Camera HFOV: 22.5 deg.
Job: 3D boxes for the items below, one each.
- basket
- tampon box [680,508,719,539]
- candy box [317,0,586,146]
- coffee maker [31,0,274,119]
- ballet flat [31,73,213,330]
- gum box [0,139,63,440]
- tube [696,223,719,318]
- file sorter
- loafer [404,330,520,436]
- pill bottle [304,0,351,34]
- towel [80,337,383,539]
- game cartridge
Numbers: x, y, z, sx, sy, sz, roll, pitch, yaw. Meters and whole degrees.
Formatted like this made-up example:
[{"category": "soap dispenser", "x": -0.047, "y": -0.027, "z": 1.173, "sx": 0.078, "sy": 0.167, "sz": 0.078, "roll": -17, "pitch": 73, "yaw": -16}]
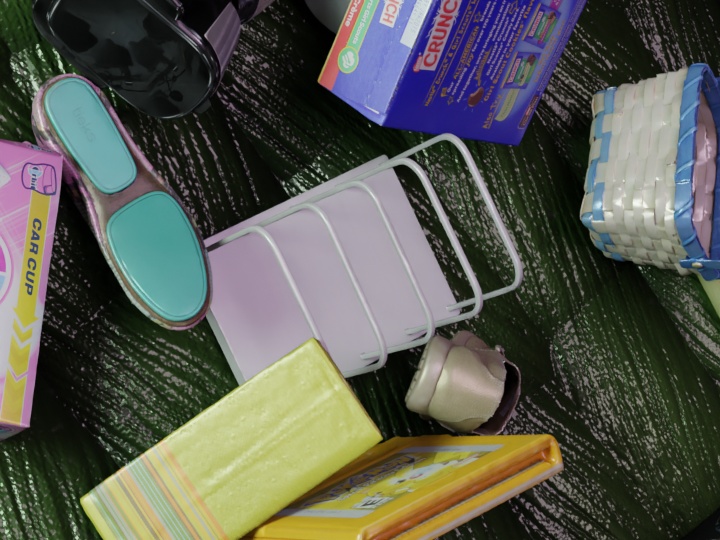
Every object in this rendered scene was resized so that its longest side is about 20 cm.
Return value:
[{"category": "basket", "x": 0.288, "y": -0.083, "z": 1.472, "sx": 0.139, "sy": 0.200, "sz": 0.177, "roll": 40, "pitch": 56, "yaw": -54}, {"category": "tampon box", "x": 0.386, "y": 0.229, "z": 1.486, "sx": 0.200, "sy": 0.150, "sz": 0.126, "roll": -32, "pitch": 96, "yaw": -33}, {"category": "candy box", "x": 0.078, "y": -0.190, "z": 1.359, "sx": 0.200, "sy": 0.077, "sz": 0.169, "roll": 2, "pitch": 117, "yaw": -56}, {"category": "coffee maker", "x": -0.144, "y": -0.228, "z": 1.282, "sx": 0.192, "sy": 0.135, "sz": 0.200, "roll": 28, "pitch": 47, "yaw": 6}, {"category": "ballet flat", "x": -0.167, "y": -0.044, "z": 1.262, "sx": 0.069, "sy": 0.071, "sz": 0.200, "roll": -31, "pitch": 84, "yaw": -21}, {"category": "gum box", "x": -0.270, "y": 0.002, "z": 1.194, "sx": 0.113, "sy": 0.066, "sz": 0.200, "roll": 13, "pitch": 72, "yaw": -27}, {"category": "tube", "x": 0.343, "y": 0.047, "z": 1.569, "sx": 0.058, "sy": 0.052, "sz": 0.200, "roll": -29, "pitch": 100, "yaw": 9}, {"category": "file sorter", "x": 0.000, "y": 0.000, "z": 1.324, "sx": 0.200, "sy": 0.124, "sz": 0.139, "roll": -27, "pitch": 94, "yaw": -33}, {"category": "loafer", "x": 0.082, "y": 0.089, "z": 1.325, "sx": 0.068, "sy": 0.200, "sz": 0.076, "roll": 25, "pitch": 95, "yaw": 12}, {"category": "pill bottle", "x": 0.036, "y": -0.274, "z": 1.420, "sx": 0.111, "sy": 0.111, "sz": 0.200, "roll": 42, "pitch": 61, "yaw": -16}, {"category": "towel", "x": -0.088, "y": 0.135, "z": 1.221, "sx": 0.200, "sy": 0.018, "sz": 0.086, "roll": -35, "pitch": 84, "yaw": 7}, {"category": "game cartridge", "x": 0.013, "y": 0.155, "z": 1.248, "sx": 0.176, "sy": 0.200, "sz": 0.033, "roll": -22, "pitch": 99, "yaw": -34}]
